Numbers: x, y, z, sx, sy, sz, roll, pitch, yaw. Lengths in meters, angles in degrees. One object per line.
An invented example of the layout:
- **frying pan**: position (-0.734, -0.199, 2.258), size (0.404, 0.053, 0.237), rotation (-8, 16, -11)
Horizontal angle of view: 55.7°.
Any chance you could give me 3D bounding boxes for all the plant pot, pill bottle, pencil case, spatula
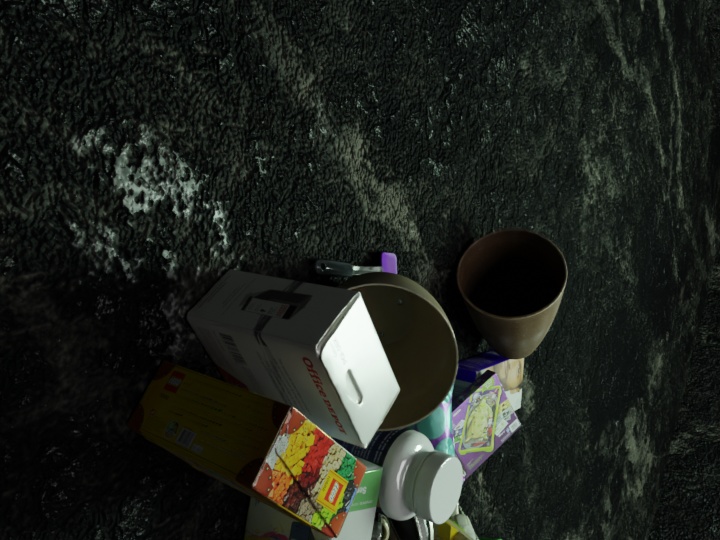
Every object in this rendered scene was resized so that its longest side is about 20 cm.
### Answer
- **plant pot**: position (0.025, 0.085, 0.894), size (0.135, 0.194, 0.206), rotation (-83, 165, -68)
- **pill bottle**: position (0.031, 0.258, 0.896), size (0.110, 0.196, 0.115), rotation (-12, 106, -50)
- **plant pot**: position (0.271, 0.066, 1.217), size (0.189, 0.183, 0.202), rotation (-56, 149, -29)
- **pencil case**: position (0.114, 0.243, 1.066), size (0.085, 0.090, 0.207), rotation (136, -50, -88)
- **spatula**: position (0.000, 0.000, 0.952), size (0.197, 0.020, 0.058), rotation (3, 82, -51)

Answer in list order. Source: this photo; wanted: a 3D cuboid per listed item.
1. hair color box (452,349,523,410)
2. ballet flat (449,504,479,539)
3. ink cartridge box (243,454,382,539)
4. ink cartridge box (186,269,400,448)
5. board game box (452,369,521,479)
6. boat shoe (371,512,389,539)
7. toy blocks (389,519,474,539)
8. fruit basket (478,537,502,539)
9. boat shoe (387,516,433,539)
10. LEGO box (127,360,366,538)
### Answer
- **hair color box**: position (0.235, 0.218, 1.269), size (0.198, 0.064, 0.113), rotation (-7, 102, -53)
- **ballet flat**: position (0.152, 0.418, 1.120), size (0.070, 0.200, 0.074), rotation (-2, 101, -9)
- **ink cartridge box**: position (-0.065, 0.322, 0.826), size (0.086, 0.143, 0.206), rotation (10, 89, -50)
- **ink cartridge box**: position (-0.071, 0.090, 0.732), size (0.083, 0.196, 0.149), rotation (-49, 132, -34)
- **board game box**: position (0.178, 0.279, 1.157), size (0.198, 0.032, 0.122), rotation (-37, 115, -18)
- **boat shoe**: position (0.008, 0.360, 0.940), size (0.200, 0.063, 0.075), rotation (61, 50, -74)
- **toy blocks**: position (0.087, 0.430, 1.031), size (0.138, 0.198, 0.100), rotation (-56, 136, -7)
- **fruit basket**: position (0.182, 0.594, 1.216), size (0.214, 0.152, 0.222), rotation (23, 61, -50)
- **boat shoe**: position (0.049, 0.321, 0.990), size (0.060, 0.073, 0.205), rotation (1, 70, -51)
- **LEGO box**: position (-0.115, 0.178, 0.690), size (0.149, 0.196, 0.078), rotation (51, 59, -44)
